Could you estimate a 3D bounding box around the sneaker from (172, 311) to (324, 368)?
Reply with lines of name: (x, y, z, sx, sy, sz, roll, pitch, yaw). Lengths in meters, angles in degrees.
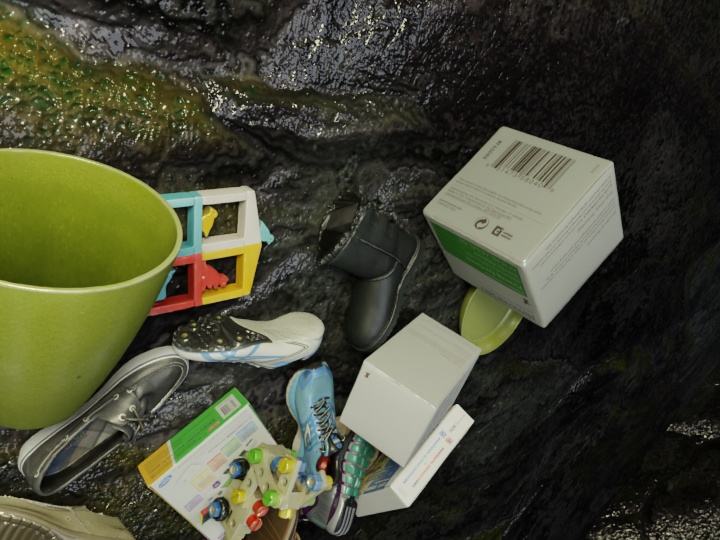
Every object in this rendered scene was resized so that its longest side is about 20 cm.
sneaker: (-0.133, 0.093, 0.694, 0.200, 0.072, 0.073, 1, 121, -39)

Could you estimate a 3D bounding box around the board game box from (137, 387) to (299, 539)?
board game box: (-0.184, 0.276, 0.774, 0.153, 0.040, 0.200, -38, 134, -20)

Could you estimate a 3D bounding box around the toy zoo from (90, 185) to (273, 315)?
toy zoo: (-0.183, -0.021, 0.614, 0.200, 0.020, 0.132, -12, 121, -37)

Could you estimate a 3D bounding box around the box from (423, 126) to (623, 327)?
box: (0.244, -0.069, 0.847, 0.200, 0.199, 0.171, -47, 137, -9)

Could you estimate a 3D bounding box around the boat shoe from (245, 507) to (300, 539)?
boat shoe: (-0.134, 0.420, 0.886, 0.072, 0.072, 0.200, -5, 123, -51)

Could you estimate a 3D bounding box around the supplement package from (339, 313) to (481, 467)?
supplement package: (0.079, 0.168, 0.840, 0.200, 0.117, 0.118, -28, 145, -56)

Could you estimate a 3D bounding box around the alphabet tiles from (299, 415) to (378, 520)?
alphabet tiles: (-0.043, 0.328, 0.954, 0.195, 0.015, 0.200, -4, 116, -41)

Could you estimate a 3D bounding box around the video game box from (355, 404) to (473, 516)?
video game box: (0.076, 0.315, 0.930, 0.182, 0.047, 0.200, -37, 173, -34)

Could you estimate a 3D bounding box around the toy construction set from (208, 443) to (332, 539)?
toy construction set: (-0.132, 0.304, 0.711, 0.200, 0.131, 0.092, -53, 137, -5)

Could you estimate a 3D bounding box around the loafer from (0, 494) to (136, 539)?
loafer: (-0.342, 0.297, 0.626, 0.200, 0.068, 0.076, 37, 85, -31)

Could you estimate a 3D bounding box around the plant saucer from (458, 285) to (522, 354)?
plant saucer: (0.248, 0.063, 1.052, 0.200, 0.031, 0.200, -21, 127, -32)

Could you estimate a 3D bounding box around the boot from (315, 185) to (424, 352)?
boot: (0.000, 0.001, 0.758, 0.162, 0.073, 0.199, 31, 85, -49)

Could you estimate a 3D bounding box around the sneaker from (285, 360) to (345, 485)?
sneaker: (-0.052, 0.225, 0.822, 0.078, 0.090, 0.201, -18, 115, -34)

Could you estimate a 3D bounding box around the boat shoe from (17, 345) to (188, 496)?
boat shoe: (-0.267, 0.163, 0.611, 0.200, 0.066, 0.070, -34, 133, -23)

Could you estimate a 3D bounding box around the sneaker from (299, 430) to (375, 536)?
sneaker: (-0.035, 0.304, 0.894, 0.074, 0.087, 0.200, 57, 47, -52)

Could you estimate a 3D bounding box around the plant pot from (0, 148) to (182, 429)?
plant pot: (-0.266, 0.033, 0.475, 0.187, 0.187, 0.200, -5, 132, -41)
